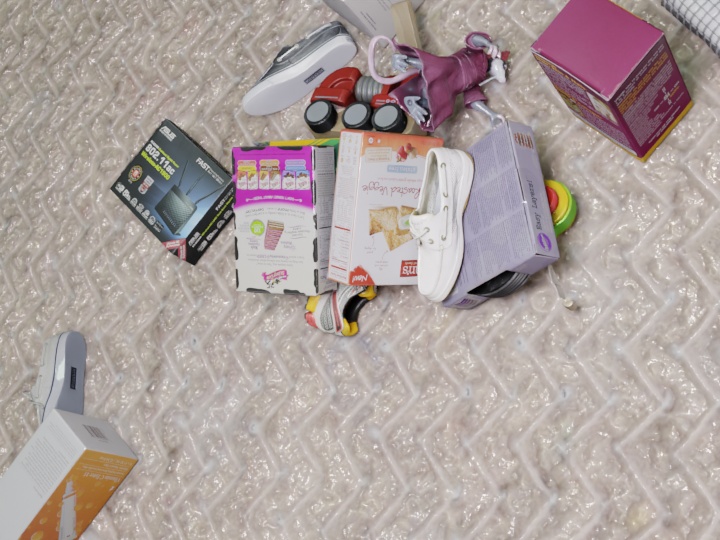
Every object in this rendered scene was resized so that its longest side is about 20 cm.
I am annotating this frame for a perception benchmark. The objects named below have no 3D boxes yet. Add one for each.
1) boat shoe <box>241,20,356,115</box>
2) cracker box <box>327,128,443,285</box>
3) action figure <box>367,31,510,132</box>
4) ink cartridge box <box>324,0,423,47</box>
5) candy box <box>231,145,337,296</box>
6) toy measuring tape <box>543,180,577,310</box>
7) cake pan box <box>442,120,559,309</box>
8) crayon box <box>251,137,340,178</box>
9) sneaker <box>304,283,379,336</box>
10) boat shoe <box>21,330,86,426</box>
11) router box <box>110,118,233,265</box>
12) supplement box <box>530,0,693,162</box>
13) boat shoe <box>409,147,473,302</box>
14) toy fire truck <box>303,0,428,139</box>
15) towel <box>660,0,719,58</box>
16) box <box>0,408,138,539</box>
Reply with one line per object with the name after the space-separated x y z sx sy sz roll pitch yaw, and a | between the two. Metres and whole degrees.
-0.103 -0.316 1.603 0.200 0.072 0.068 -33 63 12 | boat shoe
0.033 -0.082 1.372 0.058 0.133 0.201 18 106 54 | cracker box
0.126 -0.264 1.421 0.149 0.200 0.134 31 132 36 | action figure
0.025 -0.474 1.543 0.200 0.145 0.147 -50 58 4 | ink cartridge box
-0.103 -0.070 1.413 0.136 0.061 0.201 3 97 30 | candy box
0.256 -0.049 1.328 0.073 0.074 0.201 -28 63 17 | toy measuring tape
0.165 -0.065 1.347 0.184 0.052 0.201 -37 54 48 | cake pan box
-0.046 -0.142 1.484 0.199 0.126 0.052 2 75 29 | crayon box
0.000 0.000 1.450 0.082 0.078 0.201 26 96 28 | sneaker
-0.493 0.196 1.640 0.086 0.075 0.203 -11 67 24 | boat shoe
-0.287 -0.126 1.643 0.200 0.062 0.150 41 94 32 | router box
0.314 -0.239 1.282 0.103 0.200 0.131 -50 60 5 | supplement box
0.093 -0.061 1.345 0.071 0.069 0.201 6 88 55 | boat shoe
0.024 -0.274 1.504 0.175 0.129 0.201 8 66 30 | toy fire truck
0.499 -0.364 1.296 0.200 0.086 0.166 -42 58 12 | towel
-0.452 0.321 1.546 0.097 0.124 0.200 40 95 31 | box
